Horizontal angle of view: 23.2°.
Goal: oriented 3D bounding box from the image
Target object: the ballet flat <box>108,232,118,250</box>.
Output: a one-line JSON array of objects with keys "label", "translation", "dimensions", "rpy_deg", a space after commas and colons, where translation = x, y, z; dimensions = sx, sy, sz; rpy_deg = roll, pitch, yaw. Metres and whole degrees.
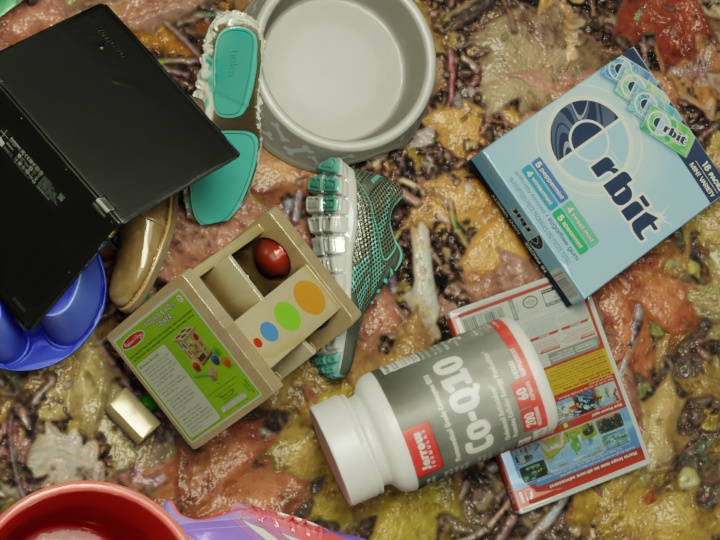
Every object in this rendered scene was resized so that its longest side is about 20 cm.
[{"label": "ballet flat", "translation": [-0.226, -0.117, 1.547], "dimensions": [0.074, 0.074, 0.200], "rpy_deg": [-25, 90, -17]}]

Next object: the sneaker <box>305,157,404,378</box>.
[{"label": "sneaker", "translation": [0.000, 0.000, 1.597], "dimensions": [0.091, 0.078, 0.200], "rpy_deg": [6, 88, -29]}]

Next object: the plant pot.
[{"label": "plant pot", "translation": [-0.237, 0.275, 1.439], "dimensions": [0.200, 0.177, 0.201], "rpy_deg": [2, 82, -15]}]

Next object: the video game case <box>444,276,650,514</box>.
[{"label": "video game case", "translation": [0.177, 0.112, 1.653], "dimensions": [0.143, 0.017, 0.200], "rpy_deg": [-19, 87, -16]}]

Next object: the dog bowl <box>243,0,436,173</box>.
[{"label": "dog bowl", "translation": [-0.021, -0.191, 1.623], "dimensions": [0.200, 0.059, 0.200], "rpy_deg": [2, 83, -15]}]

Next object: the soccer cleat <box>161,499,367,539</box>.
[{"label": "soccer cleat", "translation": [-0.082, 0.237, 1.545], "dimensions": [0.200, 0.068, 0.073], "rpy_deg": [0, 78, -12]}]

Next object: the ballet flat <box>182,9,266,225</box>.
[{"label": "ballet flat", "translation": [-0.121, -0.141, 1.574], "dimensions": [0.072, 0.072, 0.200], "rpy_deg": [7, 113, -14]}]

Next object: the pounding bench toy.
[{"label": "pounding bench toy", "translation": [-0.125, 0.061, 1.534], "dimensions": [0.124, 0.200, 0.156], "rpy_deg": [52, 42, -1]}]

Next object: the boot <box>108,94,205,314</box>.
[{"label": "boot", "translation": [-0.195, -0.064, 1.497], "dimensions": [0.075, 0.074, 0.200], "rpy_deg": [19, 75, -31]}]

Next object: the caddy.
[{"label": "caddy", "translation": [-0.299, -0.015, 1.501], "dimensions": [0.141, 0.105, 0.200], "rpy_deg": [-16, 75, -1]}]

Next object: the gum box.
[{"label": "gum box", "translation": [0.229, -0.091, 1.672], "dimensions": [0.200, 0.045, 0.170], "rpy_deg": [-34, 90, -22]}]

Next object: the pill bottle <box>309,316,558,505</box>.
[{"label": "pill bottle", "translation": [0.064, 0.129, 1.564], "dimensions": [0.200, 0.114, 0.114], "rpy_deg": [-23, 88, -7]}]

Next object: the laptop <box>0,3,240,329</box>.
[{"label": "laptop", "translation": [-0.245, -0.090, 1.458], "dimensions": [0.187, 0.116, 0.200], "rpy_deg": [48, 111, 13]}]

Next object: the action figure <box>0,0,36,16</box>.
[{"label": "action figure", "translation": [-0.334, -0.335, 1.563], "dimensions": [0.118, 0.055, 0.200], "rpy_deg": [-37, 89, -15]}]
